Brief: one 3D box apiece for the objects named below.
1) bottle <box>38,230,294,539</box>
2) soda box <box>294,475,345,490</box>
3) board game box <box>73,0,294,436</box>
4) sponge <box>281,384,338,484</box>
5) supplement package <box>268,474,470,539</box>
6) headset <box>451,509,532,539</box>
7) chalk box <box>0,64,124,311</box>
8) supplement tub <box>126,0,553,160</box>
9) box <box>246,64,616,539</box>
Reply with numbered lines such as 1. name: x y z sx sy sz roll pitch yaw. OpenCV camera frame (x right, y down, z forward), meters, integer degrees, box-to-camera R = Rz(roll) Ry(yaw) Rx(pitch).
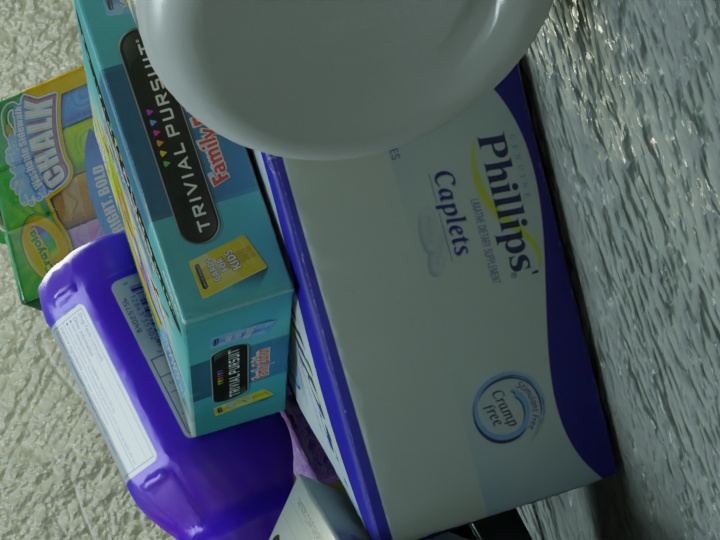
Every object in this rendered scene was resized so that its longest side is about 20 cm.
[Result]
1. bottle: -0.074 0.078 1.238 0.083 0.065 0.200 -13 -109 -53
2. soda box: -0.025 0.113 1.560 0.068 0.064 0.200 -105 23 -67
3. board game box: -0.074 -0.027 1.123 0.200 0.047 0.151 97 155 -74
4. sponge: -0.053 0.012 1.296 0.112 0.030 0.200 132 114 -83
5. supplement package: 0.037 0.183 1.074 0.111 0.156 0.200 -66 15 6
6. headset: 0.022 0.115 1.380 0.200 0.094 0.124 49 162 41
7. chalk box: -0.130 -0.042 1.514 0.124 0.200 0.124 21 -130 -64
8. supplement tub: -0.027 -0.150 0.912 0.145 0.144 0.200 79 170 -45
9. box: 0.012 -0.014 1.112 0.200 0.105 0.184 -126 19 -67
